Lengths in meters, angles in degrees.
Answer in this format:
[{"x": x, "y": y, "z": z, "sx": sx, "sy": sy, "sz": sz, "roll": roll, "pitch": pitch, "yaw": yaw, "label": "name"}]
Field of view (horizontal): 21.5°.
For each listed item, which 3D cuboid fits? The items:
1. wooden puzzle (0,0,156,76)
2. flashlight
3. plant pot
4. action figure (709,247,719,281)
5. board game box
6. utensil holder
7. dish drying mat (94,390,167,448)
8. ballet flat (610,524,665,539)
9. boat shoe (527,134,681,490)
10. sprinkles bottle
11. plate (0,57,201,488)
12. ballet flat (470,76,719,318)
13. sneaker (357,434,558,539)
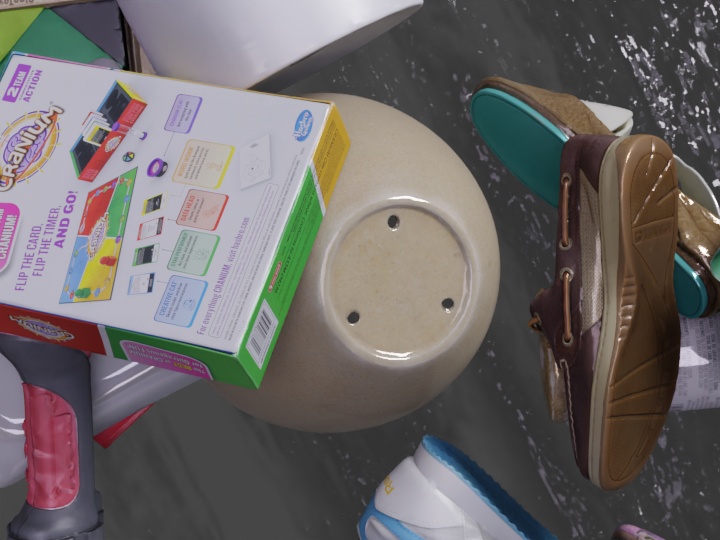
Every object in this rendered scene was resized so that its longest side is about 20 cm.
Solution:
[{"x": -0.201, "y": -0.089, "z": 1.156, "sx": 0.184, "sy": 0.037, "sz": 0.201, "roll": -7, "pitch": 91, "yaw": 1, "label": "wooden puzzle"}, {"x": -0.182, "y": 0.088, "z": 1.086, "sx": 0.067, "sy": 0.068, "sz": 0.201, "roll": 1, "pitch": 104, "yaw": -2, "label": "flashlight"}, {"x": 0.000, "y": 0.000, "z": 1.072, "sx": 0.199, "sy": 0.134, "sz": 0.202, "roll": -2, "pitch": 95, "yaw": -20, "label": "plant pot"}, {"x": 0.258, "y": -0.033, "z": 1.090, "sx": 0.054, "sy": 0.200, "sz": 0.119, "roll": 17, "pitch": 136, "yaw": 22, "label": "action figure"}, {"x": -0.123, "y": -0.031, "z": 1.007, "sx": 0.199, "sy": 0.040, "sz": 0.154, "roll": 12, "pitch": 65, "yaw": 21, "label": "board game box"}, {"x": -0.076, "y": -0.206, "z": 1.088, "sx": 0.169, "sy": 0.170, "sz": 0.201, "roll": -28, "pitch": 93, "yaw": 2, "label": "utensil holder"}, {"x": -0.198, "y": 0.014, "z": 1.143, "sx": 0.077, "sy": 0.018, "sz": 0.200, "roll": -42, "pitch": 103, "yaw": 7, "label": "dish drying mat"}, {"x": 0.219, "y": 0.228, "z": 1.140, "sx": 0.071, "sy": 0.069, "sz": 0.201, "roll": -30, "pitch": 94, "yaw": -16, "label": "ballet flat"}, {"x": 0.133, "y": 0.022, "z": 1.074, "sx": 0.072, "sy": 0.072, "sz": 0.201, "roll": 9, "pitch": 105, "yaw": 42, "label": "boat shoe"}, {"x": 0.208, "y": 0.049, "z": 1.130, "sx": 0.199, "sy": 0.068, "sz": 0.069, "roll": -5, "pitch": 91, "yaw": 2, "label": "sprinkles bottle"}, {"x": -0.183, "y": 0.007, "z": 1.117, "sx": 0.199, "sy": 0.032, "sz": 0.200, "roll": -28, "pitch": 104, "yaw": 3, "label": "plate"}, {"x": 0.155, "y": -0.055, "z": 1.127, "sx": 0.072, "sy": 0.068, "sz": 0.200, "roll": -36, "pitch": 66, "yaw": -29, "label": "ballet flat"}, {"x": 0.087, "y": 0.194, "z": 1.139, "sx": 0.200, "sy": 0.076, "sz": 0.081, "roll": 45, "pitch": 100, "yaw": 7, "label": "sneaker"}]
